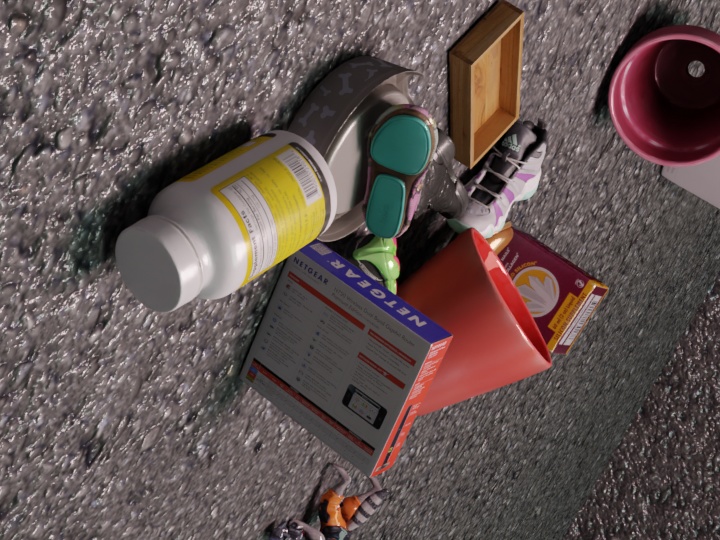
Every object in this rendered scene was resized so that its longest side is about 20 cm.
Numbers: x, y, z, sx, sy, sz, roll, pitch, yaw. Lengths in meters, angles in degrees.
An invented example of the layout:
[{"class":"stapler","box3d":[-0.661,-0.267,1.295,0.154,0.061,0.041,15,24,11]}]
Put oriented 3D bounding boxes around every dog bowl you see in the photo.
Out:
[{"class":"dog bowl","box3d":[-0.010,-0.129,1.523,0.200,0.059,0.200,-45,156,-26]}]

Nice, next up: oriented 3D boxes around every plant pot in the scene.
[{"class":"plant pot","box3d":[0.476,-0.271,2.183,0.179,0.199,0.201,-48,163,-60]},{"class":"plant pot","box3d":[0.112,0.076,1.825,0.177,0.201,0.200,-31,161,11]}]

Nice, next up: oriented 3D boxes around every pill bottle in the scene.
[{"class":"pill bottle","box3d":[-0.122,-0.042,1.344,0.200,0.111,0.112,-34,150,-42]}]

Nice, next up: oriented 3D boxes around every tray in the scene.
[{"class":"tray","box3d":[0.147,-0.217,1.756,0.099,0.037,0.200,-46,156,-21]}]

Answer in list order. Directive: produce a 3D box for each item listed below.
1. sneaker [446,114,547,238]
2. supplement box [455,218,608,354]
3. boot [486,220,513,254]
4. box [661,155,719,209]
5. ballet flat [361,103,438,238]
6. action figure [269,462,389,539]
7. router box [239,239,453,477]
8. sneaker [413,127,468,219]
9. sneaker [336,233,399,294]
[{"class":"sneaker","box3d":[0.180,-0.135,1.900,0.200,0.077,0.140,-46,157,-47]},{"class":"supplement box","box3d":[0.216,0.012,2.002,0.111,0.200,0.086,-58,159,8]},{"class":"boot","box3d":[0.157,0.045,1.939,0.200,0.155,0.077,-40,178,-7]},{"class":"box","box3d":[0.651,-0.217,2.585,0.131,0.200,0.199,-46,157,-27]},{"class":"ballet flat","box3d":[0.043,-0.114,1.505,0.200,0.069,0.071,101,14,-53]},{"class":"action figure","box3d":[-0.048,0.374,2.108,0.194,0.104,0.200,-65,161,-2]},{"class":"router box","box3d":[-0.019,0.095,1.631,0.049,0.200,0.180,-17,137,-56]},{"class":"sneaker","box3d":[0.067,-0.096,1.735,0.104,0.060,0.200,-49,152,-18]},{"class":"sneaker","box3d":[0.000,0.000,1.731,0.083,0.077,0.200,-5,161,-3]}]
